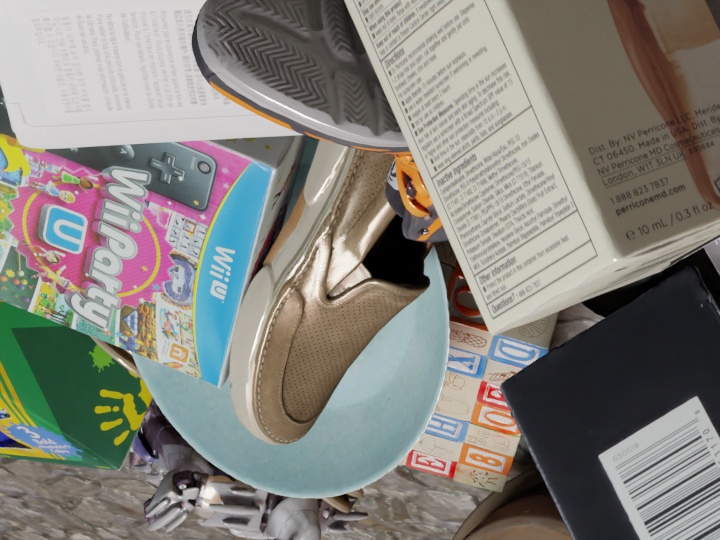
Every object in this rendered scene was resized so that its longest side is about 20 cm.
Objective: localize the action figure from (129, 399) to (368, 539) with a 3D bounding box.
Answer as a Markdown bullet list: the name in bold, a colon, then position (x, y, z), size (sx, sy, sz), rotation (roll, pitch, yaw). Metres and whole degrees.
- **action figure**: position (-0.080, 0.121, 1.614), size (0.130, 0.069, 0.200), rotation (22, -173, -44)

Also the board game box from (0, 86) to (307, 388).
- **board game box**: position (-0.133, -0.049, 1.309), size (0.200, 0.064, 0.148), rotation (21, 133, 5)

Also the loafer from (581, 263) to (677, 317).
- **loafer**: position (0.105, -0.021, 1.295), size (0.073, 0.072, 0.200), rotation (6, 153, 19)

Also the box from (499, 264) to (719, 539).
- **box**: position (0.185, 0.134, 1.349), size (0.117, 0.197, 0.200), rotation (-32, 149, 12)

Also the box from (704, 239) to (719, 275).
- **box**: position (0.222, -0.035, 1.225), size (0.158, 0.048, 0.200), rotation (0, 149, 28)

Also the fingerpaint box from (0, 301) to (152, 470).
- **fingerpaint box**: position (-0.238, 0.042, 1.588), size (0.200, 0.073, 0.167), rotation (2, 152, 49)

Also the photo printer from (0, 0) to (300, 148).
- **photo printer**: position (-0.056, -0.117, 1.162), size (0.200, 0.070, 0.166), rotation (-3, 152, 2)

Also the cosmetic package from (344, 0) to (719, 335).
- **cosmetic package**: position (0.063, -0.091, 1.031), size (0.087, 0.200, 0.103), rotation (-20, 174, -29)

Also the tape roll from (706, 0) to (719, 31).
- **tape roll**: position (0.203, -0.081, 1.060), size (0.200, 0.066, 0.201), rotation (17, 138, 16)

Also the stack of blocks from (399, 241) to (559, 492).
- **stack of blocks**: position (0.038, 0.041, 1.474), size (0.115, 0.059, 0.200), rotation (16, 154, 2)

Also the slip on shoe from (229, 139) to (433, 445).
- **slip on shoe**: position (0.000, 0.000, 1.287), size (0.061, 0.200, 0.076), rotation (34, -159, 28)

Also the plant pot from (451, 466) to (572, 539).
- **plant pot**: position (0.115, 0.196, 1.521), size (0.200, 0.201, 0.175), rotation (7, 175, 20)

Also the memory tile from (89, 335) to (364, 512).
- **memory tile**: position (-0.091, 0.056, 1.539), size (0.200, 0.017, 0.153), rotation (37, -176, -34)

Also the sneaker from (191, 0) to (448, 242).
- **sneaker**: position (0.015, -0.056, 1.126), size (0.200, 0.078, 0.112), rotation (12, 151, -21)

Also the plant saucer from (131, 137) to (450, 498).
- **plant saucer**: position (-0.031, 0.011, 1.379), size (0.201, 0.201, 0.039), rotation (-4, -169, 36)
